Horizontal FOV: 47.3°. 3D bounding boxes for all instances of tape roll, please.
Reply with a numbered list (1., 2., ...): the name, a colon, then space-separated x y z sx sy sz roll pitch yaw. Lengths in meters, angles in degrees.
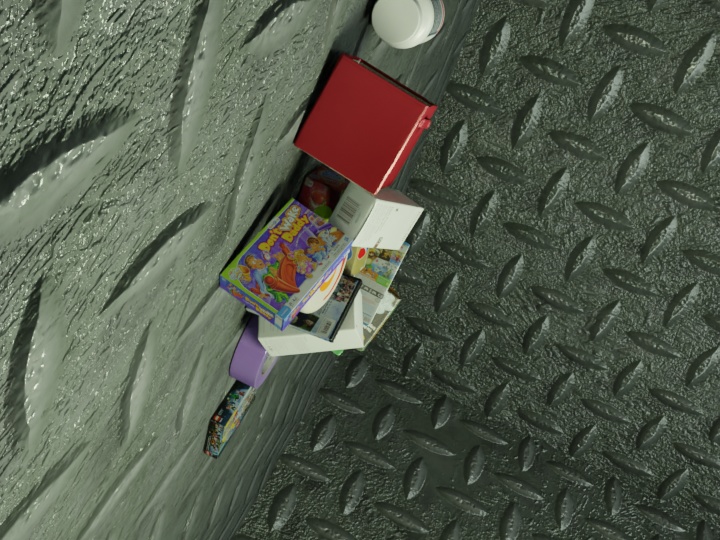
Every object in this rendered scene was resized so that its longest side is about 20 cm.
1. tape roll: -0.216 0.159 1.829 0.200 0.066 0.201 24 90 -84

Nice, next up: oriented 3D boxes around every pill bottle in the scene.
1. pill bottle: 0.088 -0.487 1.569 0.200 0.119 0.120 -53 167 -66

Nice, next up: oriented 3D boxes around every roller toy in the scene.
1. roller toy: -0.119 -0.021 1.560 0.200 0.139 0.183 -63 163 -16

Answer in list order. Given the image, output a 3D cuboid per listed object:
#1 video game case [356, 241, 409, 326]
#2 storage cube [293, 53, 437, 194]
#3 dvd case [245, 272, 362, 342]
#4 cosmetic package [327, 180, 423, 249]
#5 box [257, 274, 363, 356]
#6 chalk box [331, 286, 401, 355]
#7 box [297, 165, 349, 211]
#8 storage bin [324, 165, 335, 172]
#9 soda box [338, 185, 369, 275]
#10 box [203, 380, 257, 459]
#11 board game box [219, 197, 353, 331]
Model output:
1. video game case: 0.000 0.000 1.774 0.200 0.143 0.018 -63 -174 -5
2. storage cube: 0.011 -0.263 1.474 0.180 0.200 0.171 -60 177 15
3. dvd case: -0.112 0.049 1.641 0.143 0.200 0.018 -63 157 -22
4. cosmetic package: 0.030 -0.099 1.527 0.200 0.074 0.102 1 124 -60
5. box: -0.100 0.093 1.682 0.098 0.199 0.125 69 17 -60
6. chalk box: -0.016 0.102 1.934 0.200 0.125 0.124 -52 -172 4
7. box: -0.089 -0.103 1.712 0.100 0.095 0.200 -56 169 -65
8. storage bin: -0.005 -0.257 1.847 0.200 0.094 0.135 -59 172 -41
9. soda box: -0.013 -0.082 1.652 0.064 0.068 0.200 -40 155 -44
10. box: -0.297 0.325 1.931 0.200 0.038 0.137 -59 172 -47
11. board game box: -0.125 -0.013 1.401 0.200 0.134 0.045 -51 169 -29
